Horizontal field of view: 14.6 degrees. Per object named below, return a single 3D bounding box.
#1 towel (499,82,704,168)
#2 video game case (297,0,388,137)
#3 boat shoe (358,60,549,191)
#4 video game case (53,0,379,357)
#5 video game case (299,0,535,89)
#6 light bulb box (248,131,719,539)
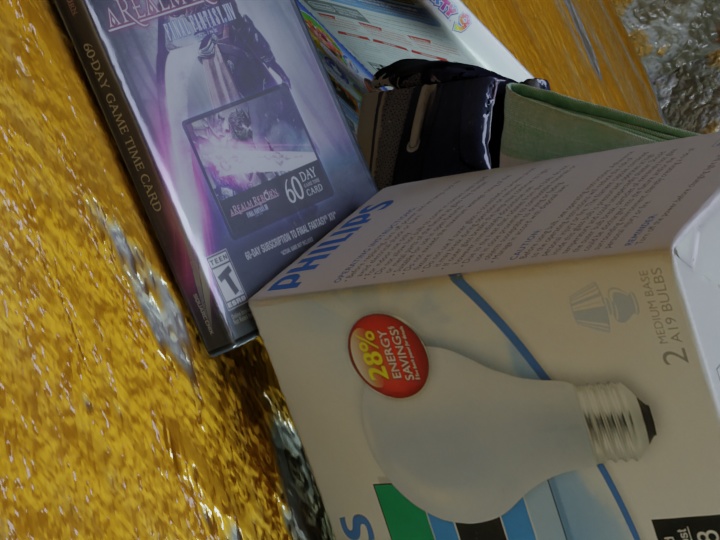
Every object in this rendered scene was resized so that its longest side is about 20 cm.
[{"bbox_3d":[0.121,0.031,1.194,0.023,0.152,0.201,-41,142,-50],"label":"towel"},{"bbox_3d":[-0.006,-0.071,1.402,0.143,0.018,0.200,43,17,-24],"label":"video game case"},{"bbox_3d":[0.044,0.003,1.263,0.093,0.074,0.201,-2,-89,57],"label":"boat shoe"},{"bbox_3d":[-0.060,-0.076,1.174,0.143,0.019,0.201,-26,94,-56],"label":"video game case"},{"bbox_3d":[-0.005,-0.142,1.338,0.200,0.018,0.143,43,-12,-33],"label":"video game case"},{"bbox_3d":[0.090,0.064,1.137,0.125,0.199,0.199,-39,115,-51],"label":"light bulb box"}]
